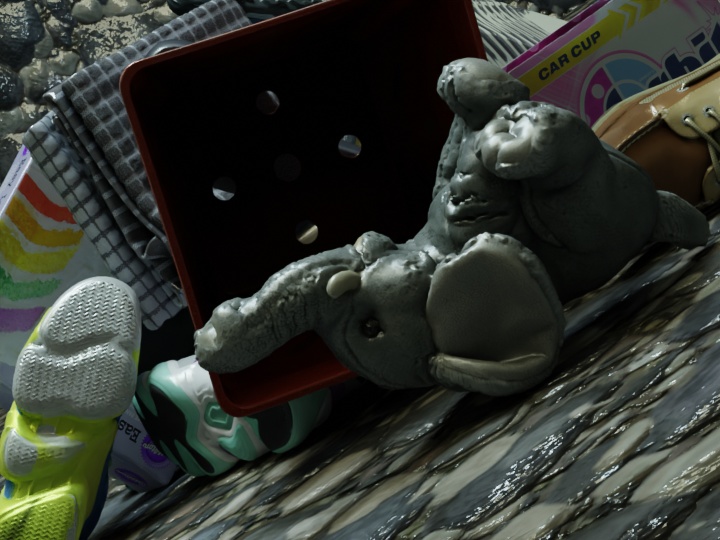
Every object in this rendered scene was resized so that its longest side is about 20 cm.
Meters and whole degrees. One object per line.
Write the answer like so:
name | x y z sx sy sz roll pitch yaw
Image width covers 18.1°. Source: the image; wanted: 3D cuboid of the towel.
towel | -0.109 -0.080 1.495 0.085 0.166 0.200 -31 4 40

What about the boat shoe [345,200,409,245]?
boat shoe | 0.066 -0.029 1.458 0.199 0.072 0.076 -29 -25 -17

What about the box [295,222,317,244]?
box | 0.000 0.000 1.526 0.199 0.095 0.078 -36 6 -17

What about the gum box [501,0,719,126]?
gum box | 0.150 -0.098 1.420 0.199 0.114 0.066 -36 7 -21

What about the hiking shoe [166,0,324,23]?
hiking shoe | -0.062 -0.175 1.647 0.199 0.075 0.087 4 -52 -39

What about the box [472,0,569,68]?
box | 0.116 -0.148 1.650 0.198 0.069 0.082 17 26 18

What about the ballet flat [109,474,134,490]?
ballet flat | -0.111 0.079 1.608 0.200 0.072 0.072 -37 7 -36

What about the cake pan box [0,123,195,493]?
cake pan box | -0.173 0.025 1.523 0.052 0.199 0.185 -16 43 61

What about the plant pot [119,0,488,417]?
plant pot | -0.027 -0.053 1.310 0.198 0.202 0.176 -19 9 -9

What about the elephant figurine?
elephant figurine | 0.045 0.008 1.126 0.201 0.155 0.141 -58 -30 -1

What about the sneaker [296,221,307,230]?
sneaker | -0.054 -0.070 1.633 0.200 0.080 0.148 140 145 -66

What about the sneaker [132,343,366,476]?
sneaker | -0.048 0.062 1.415 0.140 0.078 0.199 -35 16 -33

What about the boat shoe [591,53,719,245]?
boat shoe | 0.194 -0.079 1.238 0.200 0.076 0.074 -37 11 -29

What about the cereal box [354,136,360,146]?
cereal box | 0.094 -0.105 1.690 0.200 0.143 0.040 -44 -27 -62

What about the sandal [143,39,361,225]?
sandal | -0.067 -0.081 1.434 0.076 0.199 0.043 -52 34 8

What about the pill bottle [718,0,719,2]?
pill bottle | 0.274 -0.196 1.550 0.113 0.114 0.200 -27 8 45

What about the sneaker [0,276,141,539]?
sneaker | -0.188 0.104 1.439 0.105 0.075 0.202 91 -161 -82
